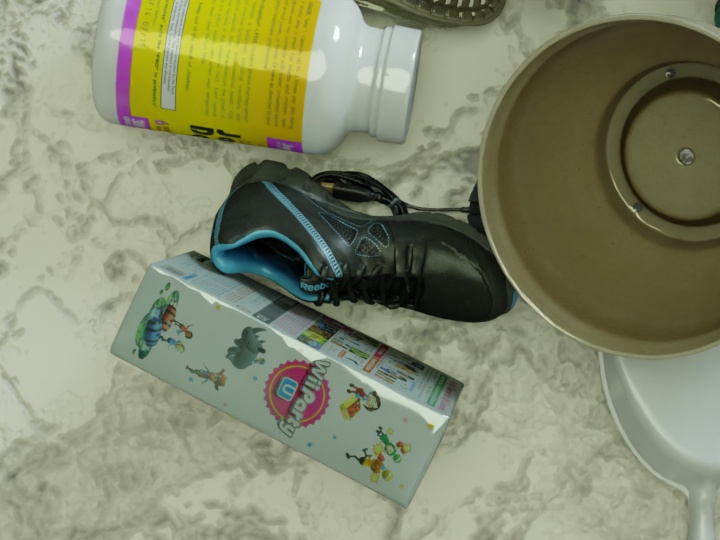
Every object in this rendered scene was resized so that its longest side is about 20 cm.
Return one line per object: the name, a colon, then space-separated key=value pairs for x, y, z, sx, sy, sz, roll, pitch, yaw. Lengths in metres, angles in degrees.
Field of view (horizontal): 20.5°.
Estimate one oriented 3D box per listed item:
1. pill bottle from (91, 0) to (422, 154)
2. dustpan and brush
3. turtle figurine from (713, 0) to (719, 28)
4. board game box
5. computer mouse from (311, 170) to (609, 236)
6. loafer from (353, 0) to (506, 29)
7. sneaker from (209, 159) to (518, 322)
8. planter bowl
pill bottle: x=-0.064 y=-0.131 z=1.261 sx=0.198 sy=0.104 sz=0.105 roll=9 pitch=87 yaw=4
dustpan and brush: x=0.219 y=0.113 z=1.263 sx=0.138 sy=0.057 sz=0.202 roll=0 pitch=80 yaw=-8
turtle figurine: x=0.253 y=-0.200 z=1.253 sx=0.199 sy=0.101 sz=0.151 roll=26 pitch=98 yaw=-14
board game box: x=-0.040 y=0.061 z=1.222 sx=0.199 sy=0.148 sz=0.065 roll=26 pitch=97 yaw=4
computer mouse: x=0.062 y=-0.042 z=1.285 sx=0.198 sy=0.034 sz=0.059 roll=2 pitch=87 yaw=3
loafer: x=0.001 y=-0.210 z=1.284 sx=0.198 sy=0.068 sz=0.076 roll=20 pitch=85 yaw=-12
sneaker: x=0.000 y=0.000 z=1.252 sx=0.198 sy=0.082 sz=0.074 roll=17 pitch=130 yaw=9
planter bowl: x=0.185 y=-0.062 z=1.200 sx=0.198 sy=0.135 sz=0.202 roll=6 pitch=106 yaw=22
